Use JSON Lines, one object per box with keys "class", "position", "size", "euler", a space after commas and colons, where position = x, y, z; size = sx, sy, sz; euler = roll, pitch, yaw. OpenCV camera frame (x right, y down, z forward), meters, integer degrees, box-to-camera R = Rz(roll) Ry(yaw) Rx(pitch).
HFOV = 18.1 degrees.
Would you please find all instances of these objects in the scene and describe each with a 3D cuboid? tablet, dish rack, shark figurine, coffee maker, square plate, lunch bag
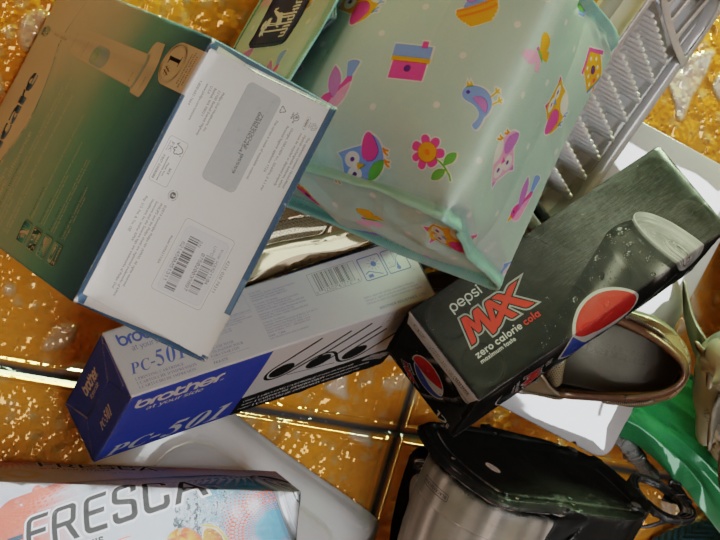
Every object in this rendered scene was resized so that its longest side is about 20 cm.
{"class": "tablet", "position": [0.145, 0.003, 1.426], "size": [0.130, 0.014, 0.200], "euler": [28, 91, -7]}
{"class": "dish rack", "position": [0.143, -0.115, 1.340], "size": [0.200, 0.043, 0.172], "euler": [-55, 165, -1]}
{"class": "shark figurine", "position": [0.244, 0.063, 1.359], "size": [0.089, 0.214, 0.129], "euler": [-8, 88, 3]}
{"class": "coffee maker", "position": [0.092, 0.215, 1.405], "size": [0.192, 0.135, 0.200], "euler": [18, 106, -12]}
{"class": "square plate", "position": [-0.104, 0.188, 1.364], "size": [0.200, 0.028, 0.198], "euler": [40, 83, -32]}
{"class": "lunch bag", "position": [0.013, -0.107, 1.238], "size": [0.171, 0.200, 0.122], "euler": [-62, 152, -11]}

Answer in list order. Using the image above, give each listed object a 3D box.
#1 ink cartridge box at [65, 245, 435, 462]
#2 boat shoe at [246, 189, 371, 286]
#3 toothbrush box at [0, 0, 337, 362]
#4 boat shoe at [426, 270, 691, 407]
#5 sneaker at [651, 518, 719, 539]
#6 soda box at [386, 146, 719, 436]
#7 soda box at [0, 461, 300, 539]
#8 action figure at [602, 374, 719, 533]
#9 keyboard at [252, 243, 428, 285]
{"class": "ink cartridge box", "position": [-0.063, 0.044, 1.296], "size": [0.200, 0.094, 0.044], "euler": [-17, 70, -29]}
{"class": "boat shoe", "position": [-0.034, -0.037, 1.310], "size": [0.200, 0.071, 0.065], "euler": [-20, 93, -24]}
{"class": "toothbrush box", "position": [-0.120, -0.057, 1.179], "size": [0.085, 0.200, 0.147], "euler": [27, 90, -33]}
{"class": "boat shoe", "position": [0.108, 0.042, 1.381], "size": [0.199, 0.072, 0.076], "euler": [7, 93, -5]}
{"class": "sneaker", "position": [0.260, 0.210, 1.550], "size": [0.200, 0.077, 0.081], "euler": [-24, 123, -17]}
{"class": "soda box", "position": [0.116, 0.011, 1.323], "size": [0.200, 0.063, 0.071], "euler": [-33, 77, -23]}
{"class": "soda box", "position": [-0.138, 0.145, 1.276], "size": [0.199, 0.068, 0.064], "euler": [3, 95, -15]}
{"class": "action figure", "position": [0.205, 0.104, 1.484], "size": [0.200, 0.055, 0.118], "euler": [32, 56, -18]}
{"class": "keyboard", "position": [0.000, 0.000, 1.358], "size": [0.200, 0.056, 0.011], "euler": [-19, 71, -23]}
